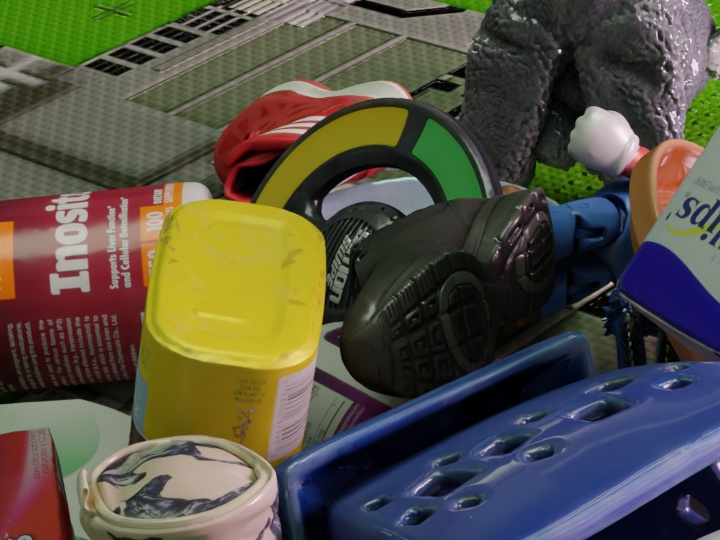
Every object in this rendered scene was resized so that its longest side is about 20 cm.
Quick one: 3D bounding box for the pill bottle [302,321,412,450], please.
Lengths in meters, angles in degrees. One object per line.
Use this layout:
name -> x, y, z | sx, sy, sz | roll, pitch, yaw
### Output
pill bottle -> 0.010, 0.092, 1.224 | 0.112, 0.112, 0.200 | -27, 37, -35

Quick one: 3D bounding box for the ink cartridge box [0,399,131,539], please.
ink cartridge box -> -0.126, 0.124, 1.263 | 0.200, 0.050, 0.161 | -6, 28, 3

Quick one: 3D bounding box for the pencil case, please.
pencil case -> -0.068, 0.161, 1.019 | 0.089, 0.200, 0.078 | -16, 31, -17

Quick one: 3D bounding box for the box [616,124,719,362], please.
box -> 0.250, -0.018, 1.114 | 0.200, 0.184, 0.105 | -56, 35, 0

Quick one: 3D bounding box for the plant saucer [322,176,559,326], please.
plant saucer -> 0.035, 0.002, 1.469 | 0.201, 0.039, 0.201 | -4, 29, 2

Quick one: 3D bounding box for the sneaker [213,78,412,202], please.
sneaker -> -0.062, -0.075, 1.532 | 0.115, 0.078, 0.200 | -20, 3, -36

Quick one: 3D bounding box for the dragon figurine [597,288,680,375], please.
dragon figurine -> 0.147, 0.084, 1.229 | 0.059, 0.100, 0.200 | -2, 28, 8

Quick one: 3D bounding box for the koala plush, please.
koala plush -> 0.178, -0.142, 1.595 | 0.177, 0.184, 0.200 | 11, 21, 28

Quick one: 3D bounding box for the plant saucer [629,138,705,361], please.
plant saucer -> 0.201, 0.024, 1.263 | 0.032, 0.200, 0.200 | -33, 18, 25

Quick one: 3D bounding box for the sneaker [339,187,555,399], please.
sneaker -> 0.028, 0.013, 1.197 | 0.091, 0.076, 0.200 | 1, 16, 25

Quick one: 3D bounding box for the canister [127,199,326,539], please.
canister -> -0.068, 0.086, 1.117 | 0.086, 0.200, 0.149 | 8, 31, -3

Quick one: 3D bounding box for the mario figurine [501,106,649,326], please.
mario figurine -> 0.156, -0.030, 1.386 | 0.200, 0.123, 0.106 | -12, 72, -25

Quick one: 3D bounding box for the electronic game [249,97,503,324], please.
electronic game -> 0.000, 0.000, 1.346 | 0.200, 0.200, 0.042 | 25, 2, 43

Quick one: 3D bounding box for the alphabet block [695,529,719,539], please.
alphabet block -> 0.146, 0.233, 0.852 | 0.195, 0.197, 0.200 | -22, 32, -25

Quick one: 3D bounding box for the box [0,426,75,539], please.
box -> -0.168, 0.177, 1.070 | 0.095, 0.100, 0.200 | -9, 43, -5

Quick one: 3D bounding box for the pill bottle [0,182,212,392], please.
pill bottle -> -0.181, 0.013, 1.410 | 0.200, 0.113, 0.113 | -6, 28, 0

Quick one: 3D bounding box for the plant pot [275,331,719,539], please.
plant pot -> 0.080, 0.146, 1.034 | 0.200, 0.200, 0.180 | -23, 26, -30
